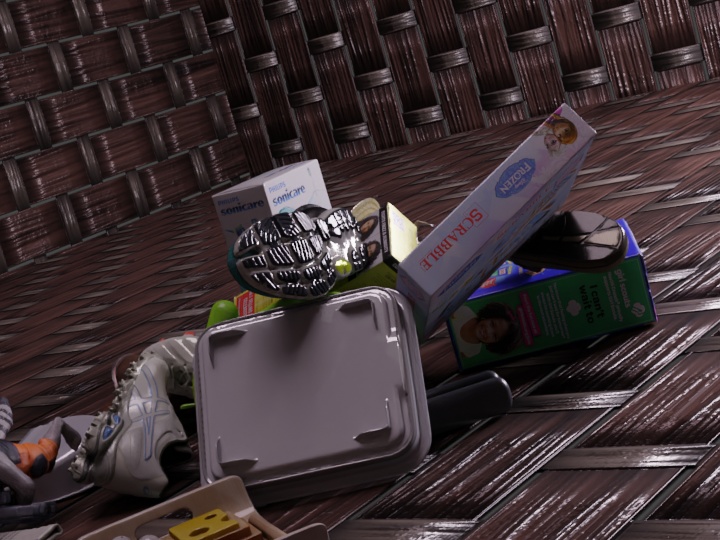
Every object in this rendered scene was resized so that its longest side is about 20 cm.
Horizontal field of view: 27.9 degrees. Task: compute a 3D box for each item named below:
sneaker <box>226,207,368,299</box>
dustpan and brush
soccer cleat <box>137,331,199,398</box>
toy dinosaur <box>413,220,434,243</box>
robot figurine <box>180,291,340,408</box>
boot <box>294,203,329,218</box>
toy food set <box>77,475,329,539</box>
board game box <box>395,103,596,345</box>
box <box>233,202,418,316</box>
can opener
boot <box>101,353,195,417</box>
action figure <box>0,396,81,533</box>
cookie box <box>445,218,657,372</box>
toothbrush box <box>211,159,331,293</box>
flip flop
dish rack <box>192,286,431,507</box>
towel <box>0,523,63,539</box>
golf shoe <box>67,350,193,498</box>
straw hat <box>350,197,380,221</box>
[{"bbox_3d":[-0.061,-0.003,1.263,0.079,0.078,0.200,-25,-7,24],"label":"sneaker"},{"bbox_3d":[-0.260,0.184,1.425,0.199,0.058,0.140,-19,19,24],"label":"dustpan and brush"},{"bbox_3d":[-0.141,0.110,1.460,0.198,0.070,0.078,3,41,18],"label":"soccer cleat"},{"bbox_3d":[0.071,0.002,1.574,0.199,0.102,0.058,13,8,-22],"label":"toy dinosaur"},{"bbox_3d":[-0.071,0.093,1.325,0.199,0.117,0.175,-31,-33,33],"label":"robot figurine"},{"bbox_3d":[0.002,0.001,1.468,0.079,0.213,0.158,1,-27,-36],"label":"boot"},{"bbox_3d":[-0.121,0.197,1.051,0.143,0.061,0.200,-20,11,-20],"label":"toy food set"},{"bbox_3d":[0.112,-0.035,1.275,0.200,0.041,0.200,-44,-10,-11],"label":"board game box"},{"bbox_3d":[-0.034,0.018,1.392,0.199,0.050,0.076,-31,41,27],"label":"box"},{"bbox_3d":[0.030,0.120,1.241,0.198,0.067,0.053,-13,12,-8],"label":"can opener"},{"bbox_3d":[-0.174,0.116,1.588,0.199,0.065,0.187,-19,22,5],"label":"boot"},{"bbox_3d":[-0.359,0.181,1.293,0.198,0.106,0.193,-9,3,6],"label":"action figure"},{"bbox_3d":[0.188,0.023,1.470,0.198,0.076,0.171,-16,11,9],"label":"cookie box"},{"bbox_3d":[-0.092,-0.025,1.850,0.085,0.202,0.146,-10,12,30],"label":"toothbrush box"},{"bbox_3d":[0.174,-0.029,1.408,0.199,0.058,0.081,15,61,39],"label":"flip flop"},{"bbox_3d":[-0.048,0.098,1.199,0.198,0.173,0.044,-13,-30,10],"label":"dish rack"},{"bbox_3d":[-0.344,0.259,1.158,0.199,0.035,0.192,-9,12,34],"label":"towel"},{"bbox_3d":[-0.201,0.152,1.369,0.097,0.079,0.200,25,28,-3],"label":"golf shoe"},{"bbox_3d":[0.018,0.020,1.647,0.085,0.202,0.201,23,24,17],"label":"straw hat"}]
